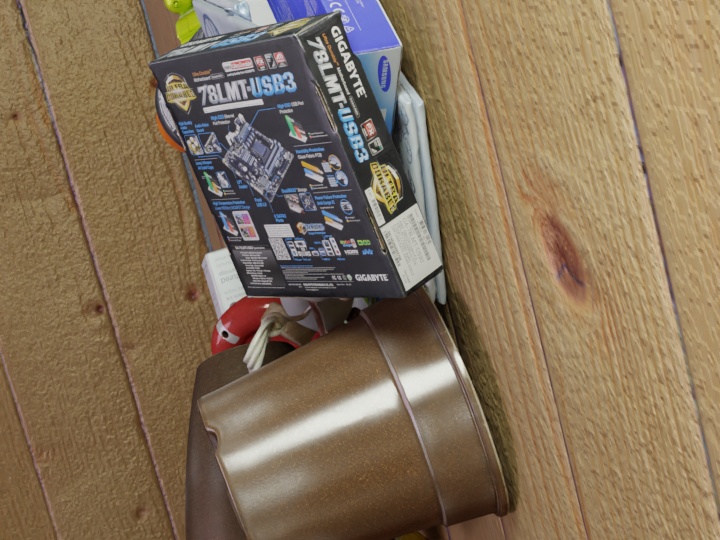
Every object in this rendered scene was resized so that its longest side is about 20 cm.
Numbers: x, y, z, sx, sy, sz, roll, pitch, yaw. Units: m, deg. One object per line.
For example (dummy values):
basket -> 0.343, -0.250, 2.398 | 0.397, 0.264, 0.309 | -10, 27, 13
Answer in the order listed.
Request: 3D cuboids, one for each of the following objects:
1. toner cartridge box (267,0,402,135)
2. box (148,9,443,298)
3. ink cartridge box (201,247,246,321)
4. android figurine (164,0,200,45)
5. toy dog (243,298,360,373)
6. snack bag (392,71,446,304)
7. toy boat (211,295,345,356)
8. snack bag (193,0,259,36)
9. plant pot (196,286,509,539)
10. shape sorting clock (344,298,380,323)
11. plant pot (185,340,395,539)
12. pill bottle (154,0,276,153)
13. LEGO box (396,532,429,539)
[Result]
toner cartridge box -> -0.025, -0.189, 1.176 | 0.095, 0.043, 0.201 | 96, 157, -48
box -> -0.051, -0.077, 1.147 | 0.199, 0.050, 0.200 | -1, 116, 52
ink cartridge box -> -0.071, 0.062, 1.689 | 0.084, 0.144, 0.202 | 139, 114, -79
android figurine -> -0.149, -0.235, 1.719 | 0.183, 0.041, 0.200 | 56, -161, -22
toy dog -> -0.024, 0.027, 1.353 | 0.133, 0.096, 0.200 | -63, 3, 14
snack bag -> 0.020, -0.100, 1.244 | 0.201, 0.021, 0.190 | -117, 14, -50
toy boat -> -0.066, 0.113, 1.557 | 0.200, 0.131, 0.131 | 42, 122, 6
snack bag -> -0.070, -0.125, 1.266 | 0.200, 0.021, 0.190 | 36, 148, 64
plant pot -> -0.013, 0.134, 1.245 | 0.200, 0.197, 0.202 | 159, 90, -85
shape sorting clock -> 0.000, 0.000, 1.479 | 0.201, 0.039, 0.201 | 54, 160, 31
plant pot -> -0.081, 0.173, 1.410 | 0.187, 0.185, 0.202 | 98, 158, -69
pill bottle -> -0.131, -0.174, 1.507 | 0.200, 0.105, 0.107 | -30, 76, 61
LEGO box -> -0.039, 0.248, 1.610 | 0.148, 0.078, 0.200 | 19, 163, 49
